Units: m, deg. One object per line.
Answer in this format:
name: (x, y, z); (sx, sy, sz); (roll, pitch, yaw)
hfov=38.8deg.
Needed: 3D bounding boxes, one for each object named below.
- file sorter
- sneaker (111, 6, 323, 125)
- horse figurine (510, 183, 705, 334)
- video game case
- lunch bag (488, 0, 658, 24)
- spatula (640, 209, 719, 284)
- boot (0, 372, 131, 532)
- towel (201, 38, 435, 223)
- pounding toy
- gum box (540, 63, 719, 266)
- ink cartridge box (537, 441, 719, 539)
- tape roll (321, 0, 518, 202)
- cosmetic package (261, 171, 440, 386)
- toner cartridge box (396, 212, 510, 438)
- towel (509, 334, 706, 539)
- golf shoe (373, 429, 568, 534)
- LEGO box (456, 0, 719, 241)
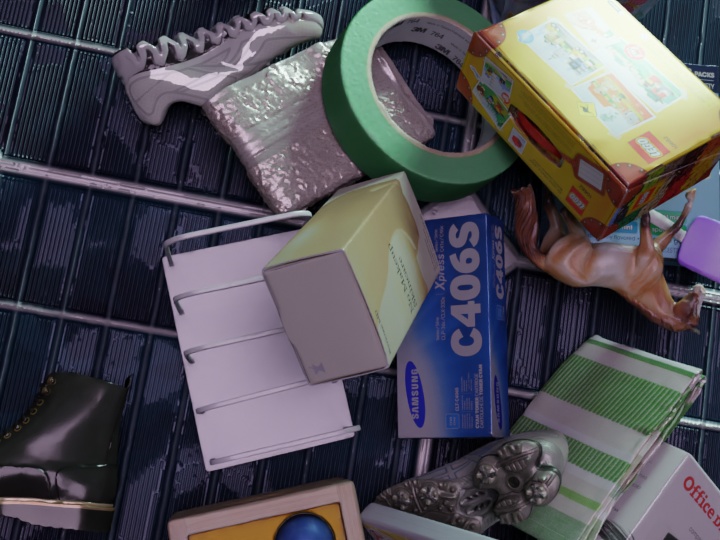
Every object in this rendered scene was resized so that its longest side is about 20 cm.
file sorter: (-0.088, 0.063, 0.892); (0.139, 0.125, 0.200); (-12, 83, -9)
sneaker: (-0.127, -0.194, 0.962); (0.200, 0.075, 0.081); (-19, 98, -9)
horse figurine: (0.225, -0.025, 0.939); (0.200, 0.050, 0.133); (11, 96, -3)
video game case: (0.105, 0.273, 0.820); (0.023, 0.200, 0.182); (-43, 113, -27)
lunch bag: (0.204, -0.354, 1.003); (0.169, 0.127, 0.200); (-4, 75, -11)
spatula: (0.277, -0.050, 0.969); (0.200, 0.021, 0.057); (27, 84, -3)
boot: (-0.304, 0.143, 0.880); (0.200, 0.077, 0.138); (14, 75, -19)
towel: (-0.032, -0.140, 0.953); (0.200, 0.034, 0.133); (-32, 85, -29)
pounding toy: (-0.087, 0.285, 0.845); (0.200, 0.142, 0.184); (-10, 82, -10)
gum box: (0.266, -0.108, 1.010); (0.170, 0.045, 0.200); (3, 82, -7)
ink cartridge box: (0.236, 0.261, 0.899); (0.200, 0.084, 0.146); (-50, 119, -12)
tape roll: (0.065, -0.165, 0.960); (0.200, 0.048, 0.201); (9, 68, -23)
cosmetic package: (0.000, 0.000, 0.836); (0.071, 0.200, 0.105); (-15, 108, 21)
toner cartridge box: (0.083, 0.052, 0.935); (0.095, 0.043, 0.200); (-7, 79, 30)
towel: (0.199, 0.151, 0.915); (0.200, 0.153, 0.023); (-51, 122, -12)
golf shoe: (0.100, 0.196, 0.903); (0.200, 0.097, 0.078); (-27, 88, 31)
LEGO box: (0.208, -0.146, 0.906); (0.149, 0.077, 0.200); (-27, 66, -24)
